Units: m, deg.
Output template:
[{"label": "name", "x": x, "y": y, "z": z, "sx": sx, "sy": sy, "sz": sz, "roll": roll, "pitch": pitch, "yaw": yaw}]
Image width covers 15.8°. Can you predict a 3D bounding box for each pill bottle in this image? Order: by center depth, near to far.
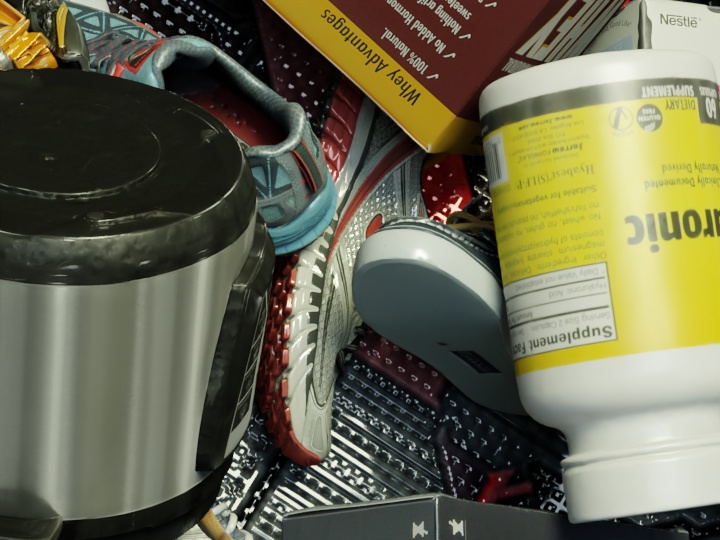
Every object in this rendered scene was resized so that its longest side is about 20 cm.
[{"label": "pill bottle", "x": 0.119, "y": 0.009, "z": 1.169, "sx": 0.110, "sy": 0.111, "sz": 0.202, "roll": -6, "pitch": 84, "yaw": -12}]

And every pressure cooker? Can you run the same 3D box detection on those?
[{"label": "pressure cooker", "x": -0.135, "y": 0.032, "z": 1.124, "sx": 0.175, "sy": 0.201, "sz": 0.178, "roll": -18, "pitch": 36, "yaw": -39}]

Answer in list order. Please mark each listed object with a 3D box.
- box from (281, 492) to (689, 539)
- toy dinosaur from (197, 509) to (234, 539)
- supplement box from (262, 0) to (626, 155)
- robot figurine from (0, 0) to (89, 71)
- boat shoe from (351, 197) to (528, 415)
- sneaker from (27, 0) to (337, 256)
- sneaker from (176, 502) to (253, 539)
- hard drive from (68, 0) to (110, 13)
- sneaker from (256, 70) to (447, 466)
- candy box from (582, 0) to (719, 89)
[{"label": "box", "x": 0.060, "y": 0.213, "z": 1.191, "sx": 0.181, "sy": 0.104, "sz": 0.202, "roll": 14, "pitch": 71, "yaw": -44}, {"label": "toy dinosaur", "x": -0.083, "y": 0.062, "z": 1.224, "sx": 0.060, "sy": 0.106, "sz": 0.201, "roll": 27, "pitch": 54, "yaw": -37}, {"label": "supplement box", "x": 0.043, "y": -0.194, "z": 1.250, "sx": 0.197, "sy": 0.133, "sz": 0.200, "roll": 43, "pitch": 103, "yaw": 12}, {"label": "robot figurine", "x": -0.224, "y": -0.112, "z": 1.216, "sx": 0.199, "sy": 0.058, "sz": 0.145, "roll": 33, "pitch": 70, "yaw": 30}, {"label": "boat shoe", "x": 0.053, "y": -0.004, "z": 1.249, "sx": 0.070, "sy": 0.200, "sz": 0.092, "roll": 0, "pitch": 68, "yaw": 23}, {"label": "sneaker", "x": -0.096, "y": -0.090, "z": 1.233, "sx": 0.199, "sy": 0.096, "sz": 0.080, "roll": 27, "pitch": 65, "yaw": 15}, {"label": "sneaker", "x": -0.074, "y": 0.141, "z": 1.239, "sx": 0.198, "sy": 0.077, "sz": 0.086, "roll": 8, "pitch": 72, "yaw": -10}, {"label": "hard drive", "x": -0.211, "y": -0.072, "z": 1.284, "sx": 0.199, "sy": 0.027, "sz": 0.133, "roll": -15, "pitch": 80, "yaw": -14}, {"label": "sneaker", "x": 0.000, "y": 0.000, "z": 1.283, "sx": 0.082, "sy": 0.078, "sz": 0.201, "roll": 17, "pitch": 75, "yaw": -8}, {"label": "candy box", "x": 0.201, "y": -0.027, "z": 1.318, "sx": 0.166, "sy": 0.071, "sz": 0.202, "roll": 4, "pitch": 77, "yaw": -22}]
